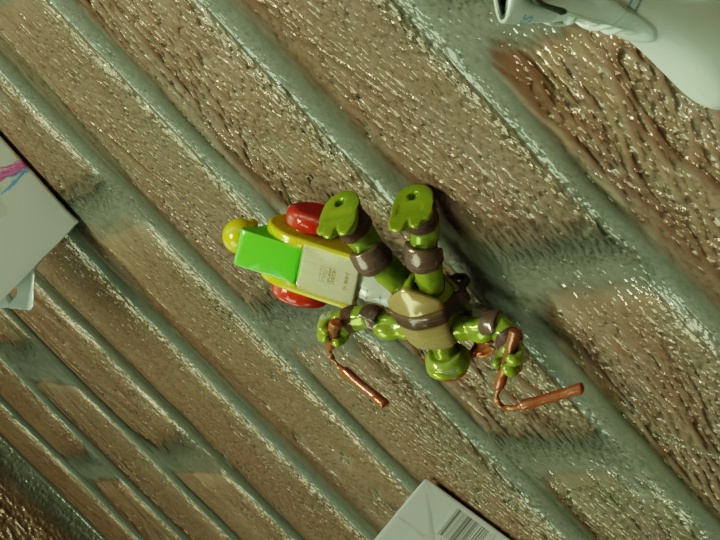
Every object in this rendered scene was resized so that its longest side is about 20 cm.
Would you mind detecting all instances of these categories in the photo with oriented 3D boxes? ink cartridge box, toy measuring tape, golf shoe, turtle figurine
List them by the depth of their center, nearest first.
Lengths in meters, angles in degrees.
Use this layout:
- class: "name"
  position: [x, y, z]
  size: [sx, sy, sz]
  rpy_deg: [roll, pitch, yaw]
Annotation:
- class: "golf shoe"
  position: [0.097, -0.128, 1.039]
  size: [0.200, 0.097, 0.078]
  rpy_deg: [47, 160, -20]
- class: "turtle figurine"
  position: [0.047, 0.019, 1.530]
  size: [0.199, 0.064, 0.162]
  rpy_deg: [8, 137, 37]
- class: "toy measuring tape"
  position: [0.000, 0.000, 1.626]
  size: [0.199, 0.074, 0.074]
  rpy_deg: [17, 155, 16]
- class: "ink cartridge box"
  position: [-0.362, -0.054, 2.143]
  size: [0.200, 0.125, 0.128]
  rpy_deg: [49, 162, -20]

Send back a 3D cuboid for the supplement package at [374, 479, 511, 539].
- class: "supplement package"
  position: [0.069, 0.287, 2.026]
  size: [0.121, 0.120, 0.200]
  rpy_deg: [35, 161, 18]
